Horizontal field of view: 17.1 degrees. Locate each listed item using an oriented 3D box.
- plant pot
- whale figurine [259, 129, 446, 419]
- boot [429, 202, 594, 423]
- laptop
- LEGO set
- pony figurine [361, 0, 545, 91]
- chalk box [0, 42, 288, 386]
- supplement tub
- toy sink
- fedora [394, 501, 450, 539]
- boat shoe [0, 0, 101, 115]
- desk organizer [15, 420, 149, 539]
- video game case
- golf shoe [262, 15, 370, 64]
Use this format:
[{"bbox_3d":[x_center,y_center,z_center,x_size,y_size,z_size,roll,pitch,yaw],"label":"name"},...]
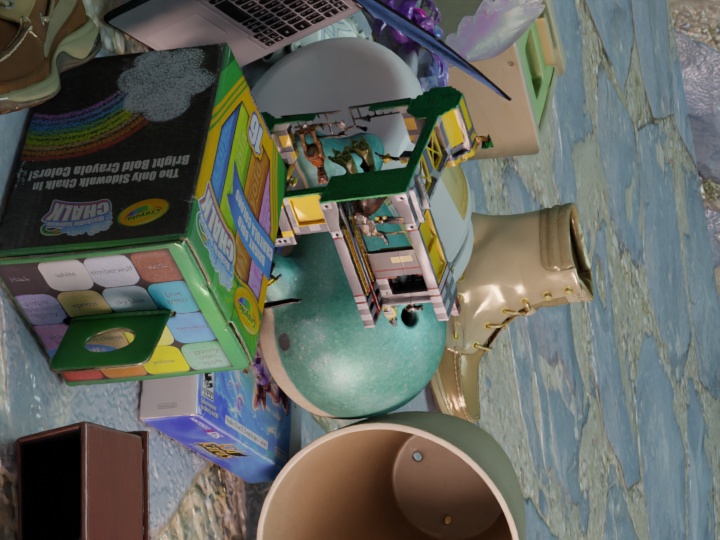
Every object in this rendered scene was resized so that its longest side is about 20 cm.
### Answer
[{"bbox_3d":[0.042,0.176,1.721,0.200,0.186,0.188,-37,121,-72],"label":"plant pot"},{"bbox_3d":[0.000,0.000,1.637,0.159,0.104,0.201,3,82,-37],"label":"whale figurine"},{"bbox_3d":[0.138,0.041,2.199,0.073,0.155,0.201,11,75,-72],"label":"boot"},{"bbox_3d":[-0.031,-0.140,1.582,0.116,0.199,0.187,69,14,14],"label":"laptop"},{"bbox_3d":[-0.007,-0.028,1.542,0.154,0.199,0.116,-79,154,-55],"label":"LEGO set"},{"bbox_3d":[0.044,-0.177,1.973,0.193,0.166,0.201,-51,-159,42],"label":"pony figurine"},{"bbox_3d":[-0.129,-0.015,1.401,0.124,0.124,0.201,65,27,-47],"label":"chalk box"},{"bbox_3d":[0.002,-0.066,1.808,0.200,0.144,0.145,59,31,-56],"label":"supplement tub"},{"bbox_3d":[0.130,-0.218,2.323,0.200,0.111,0.131,-73,153,-51],"label":"toy sink"},{"bbox_3d":[0.026,0.253,1.900,0.201,0.081,0.202,-6,90,-75],"label":"fedora"},{"bbox_3d":[-0.199,-0.129,1.304,0.200,0.075,0.074,-69,145,-71],"label":"boat shoe"},{"bbox_3d":[-0.163,0.186,1.321,0.077,0.071,0.201,27,59,-67],"label":"desk organizer"},{"bbox_3d":[-0.091,0.036,1.644,0.200,0.045,0.182,43,44,-65],"label":"video game case"},{"bbox_3d":[-0.050,-0.176,1.828,0.097,0.078,0.200,-57,137,-37],"label":"golf shoe"}]
